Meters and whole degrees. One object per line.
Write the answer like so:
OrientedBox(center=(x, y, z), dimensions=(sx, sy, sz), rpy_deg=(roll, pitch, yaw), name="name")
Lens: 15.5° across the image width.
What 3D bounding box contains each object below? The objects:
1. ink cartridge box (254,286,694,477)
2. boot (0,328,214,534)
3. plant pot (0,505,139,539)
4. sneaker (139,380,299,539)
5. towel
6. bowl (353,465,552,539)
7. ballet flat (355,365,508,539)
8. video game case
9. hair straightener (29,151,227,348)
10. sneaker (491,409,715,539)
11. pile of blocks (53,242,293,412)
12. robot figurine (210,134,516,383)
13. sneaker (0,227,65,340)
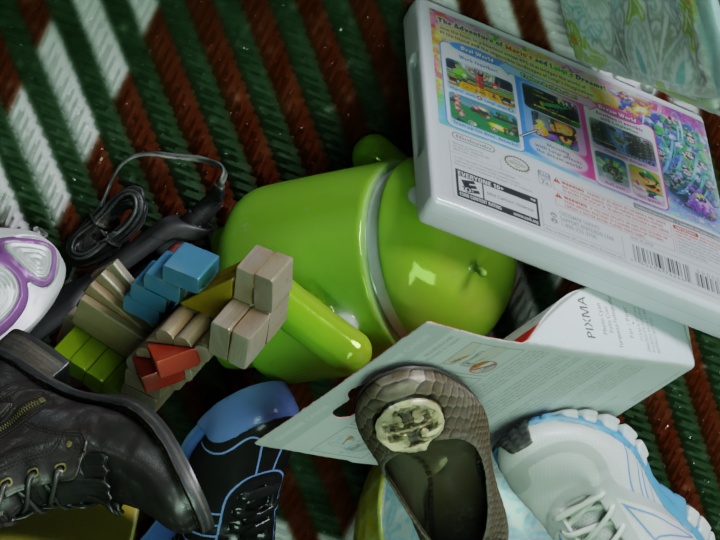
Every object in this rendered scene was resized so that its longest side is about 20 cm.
OrientedBox(center=(0.061, 0.058, 1.470), dimensions=(0.200, 0.047, 0.160), rpy_deg=(11, 147, -38), name="ink cartridge box")
OrientedBox(center=(-0.193, 0.128, 1.387), dimensions=(0.174, 0.200, 0.069), rpy_deg=(-40, 138, -25), name="boot")
OrientedBox(center=(-0.227, 0.195, 1.518), dimensions=(0.176, 0.200, 0.200), rpy_deg=(10, 109, -3), name="plant pot")
OrientedBox(center=(-0.073, 0.147, 1.545), dimensions=(0.070, 0.078, 0.200), rpy_deg=(-12, 147, -32), name="sneaker")
OrientedBox(center=(0.151, -0.192, 1.449), dimensions=(0.048, 0.171, 0.200), rpy_deg=(-23, 116, -21), name="towel")
OrientedBox(center=(0.068, 0.181, 1.605), dimensions=(0.200, 0.200, 0.108), rpy_deg=(27, 147, -21), name="bowl")
OrientedBox(center=(0.044, 0.118, 1.448), dimensions=(0.067, 0.046, 0.200), rpy_deg=(-11, 143, 7), name="ballet flat")
OrientedBox(center=(0.118, -0.059, 1.494), dimensions=(0.200, 0.182, 0.024), rpy_deg=(21, 128, -20), name="video game case")
OrientedBox(center=(-0.157, 0.000, 1.526), dimensions=(0.200, 0.041, 0.077), rpy_deg=(-41, 114, 12), name="hair straightener")
OrientedBox(center=(0.149, 0.153, 1.513), dimensions=(0.075, 0.087, 0.200), rpy_deg=(-30, 131, 25), name="sneaker")
OrientedBox(center=(-0.119, 0.038, 1.438), dimensions=(0.082, 0.062, 0.200), rpy_deg=(49, 135, -10), name="pile of blocks")
OrientedBox(center=(0.000, 0.000, 1.499), dimensions=(0.200, 0.176, 0.116), rpy_deg=(-10, 114, 31), name="robot figurine")
OrientedBox(center=(-0.255, 0.046, 1.494), dimensions=(0.200, 0.100, 0.075), rpy_deg=(-37, 85, -16), name="sneaker")
